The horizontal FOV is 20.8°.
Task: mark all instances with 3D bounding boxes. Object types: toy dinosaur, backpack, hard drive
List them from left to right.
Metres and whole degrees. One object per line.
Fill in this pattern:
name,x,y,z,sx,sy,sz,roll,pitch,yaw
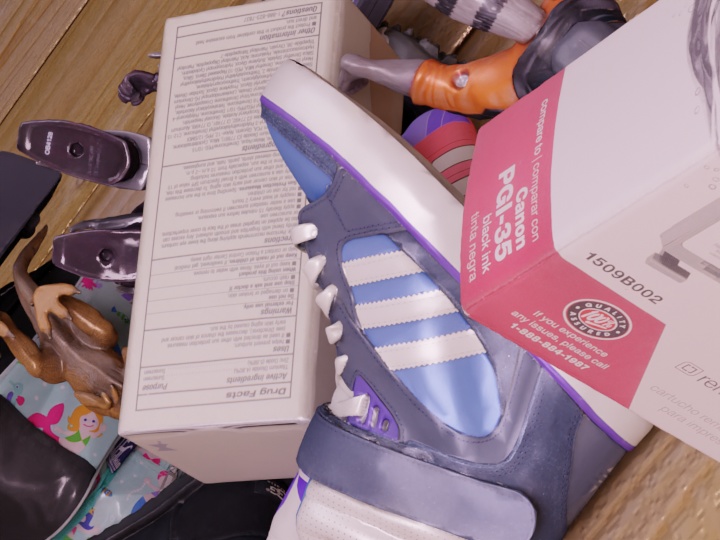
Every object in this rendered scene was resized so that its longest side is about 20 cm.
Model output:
hard drive,-0.231,0.025,1.026,0.200,0.042,0.135,-55,7,-9
backpack,-0.169,0.087,1.061,0.178,0.151,0.200,-42,19,35
toy dinosaur,-0.144,0.034,0.951,0.060,0.106,0.200,-49,58,1

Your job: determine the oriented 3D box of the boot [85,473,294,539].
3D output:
boot,-0.101,0.183,0.898,0.200,0.076,0.168,-42,19,19

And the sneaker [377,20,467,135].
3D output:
sneaker,-0.004,-0.078,1.055,0.091,0.066,0.200,-66,21,-10

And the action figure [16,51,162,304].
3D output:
action figure,-0.100,-0.043,0.971,0.200,0.069,0.130,-23,-68,-77

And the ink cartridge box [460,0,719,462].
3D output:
ink cartridge box,0.149,-0.028,0.599,0.200,0.146,0.083,-34,35,43

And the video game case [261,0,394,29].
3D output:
video game case,-0.028,-0.134,1.069,0.143,0.019,0.200,-62,20,-16

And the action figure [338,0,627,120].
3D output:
action figure,0.071,-0.056,0.775,0.193,0.105,0.200,36,87,27

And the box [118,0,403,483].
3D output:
box,-0.040,-0.013,0.863,0.095,0.078,0.200,-4,67,24

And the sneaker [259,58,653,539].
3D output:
sneaker,-0.003,0.036,0.735,0.146,0.200,0.081,-45,-5,6

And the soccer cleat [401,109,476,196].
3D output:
soccer cleat,0.000,0.000,0.937,0.067,0.076,0.200,-11,52,59
